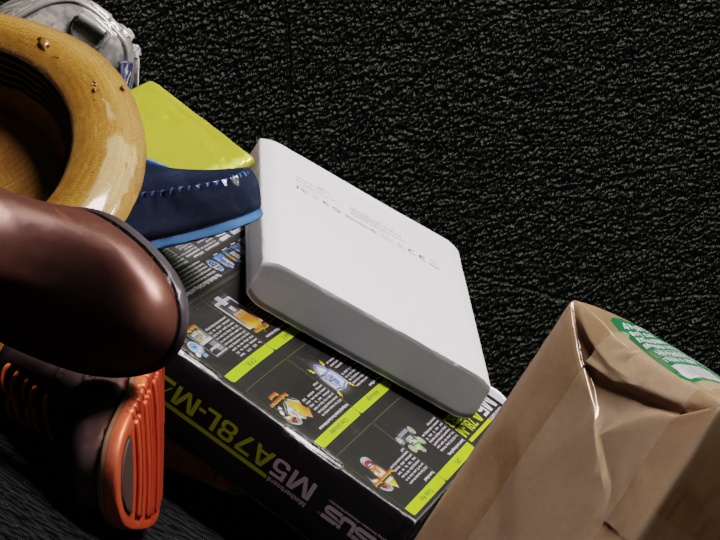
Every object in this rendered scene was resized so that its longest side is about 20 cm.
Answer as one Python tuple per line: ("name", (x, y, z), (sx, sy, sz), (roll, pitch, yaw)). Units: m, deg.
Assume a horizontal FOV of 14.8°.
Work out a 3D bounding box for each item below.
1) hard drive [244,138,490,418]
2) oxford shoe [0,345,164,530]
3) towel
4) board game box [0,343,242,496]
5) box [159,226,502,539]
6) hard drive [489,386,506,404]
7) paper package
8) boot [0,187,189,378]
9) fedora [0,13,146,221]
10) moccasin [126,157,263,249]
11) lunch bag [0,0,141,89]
("hard drive", (0.000, 0.000, 1.440), (0.131, 0.026, 0.200), (29, 17, -12))
("oxford shoe", (-0.119, 0.062, 1.167), (0.072, 0.072, 0.200), (1, 12, -4))
("towel", (-0.154, -0.036, 1.444), (0.086, 0.200, 0.018), (38, -41, 25))
("board game box", (-0.131, 0.059, 1.352), (0.095, 0.030, 0.200), (36, 5, 30))
("box", (-0.033, 0.055, 1.357), (0.193, 0.048, 0.200), (37, 19, 6))
("hard drive", (0.092, 0.146, 1.539), (0.132, 0.025, 0.200), (53, -13, 11))
("paper package", (0.131, 0.138, 1.323), (0.103, 0.191, 0.200), (34, 3, 38))
("boot", (-0.179, -0.010, 1.045), (0.188, 0.069, 0.200), (34, 13, 18))
("fedora", (-0.188, -0.032, 1.243), (0.200, 0.200, 0.082), (35, -37, 28))
("moccasin", (-0.148, -0.038, 1.326), (0.199, 0.069, 0.080), (-6, 4, 9))
("lunch bag", (-0.215, -0.102, 1.768), (0.139, 0.168, 0.200), (33, 2, -11))
